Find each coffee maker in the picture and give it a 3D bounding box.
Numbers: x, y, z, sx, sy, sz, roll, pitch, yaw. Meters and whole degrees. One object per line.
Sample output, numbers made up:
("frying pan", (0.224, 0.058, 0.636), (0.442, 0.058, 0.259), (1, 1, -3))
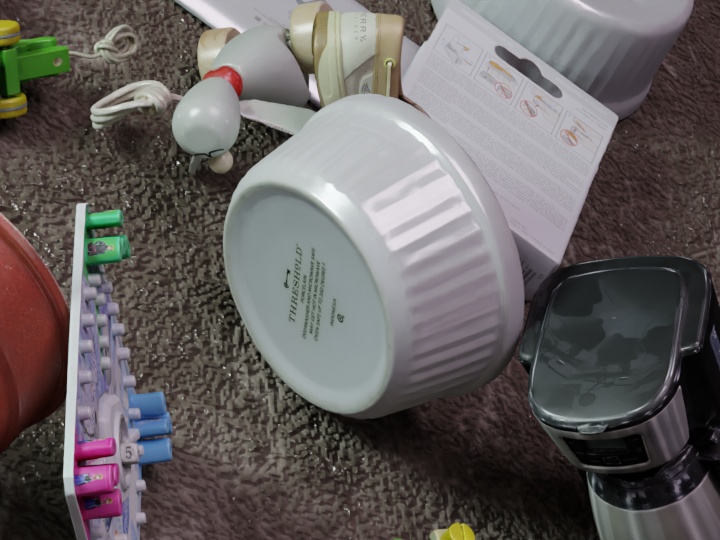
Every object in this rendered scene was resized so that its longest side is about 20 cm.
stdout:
("coffee maker", (0.179, 0.086, 1.560), (0.134, 0.200, 0.192), (-20, 40, 6))

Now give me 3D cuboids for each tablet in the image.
("tablet", (-0.047, -0.184, 1.816), (0.200, 0.014, 0.130), (37, 40, 0))

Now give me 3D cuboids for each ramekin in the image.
("ramekin", (0.162, -0.220, 1.930), (0.200, 0.098, 0.201), (19, 43, -18))
("ramekin", (0.000, 0.000, 1.541), (0.094, 0.202, 0.202), (-28, 70, -35))

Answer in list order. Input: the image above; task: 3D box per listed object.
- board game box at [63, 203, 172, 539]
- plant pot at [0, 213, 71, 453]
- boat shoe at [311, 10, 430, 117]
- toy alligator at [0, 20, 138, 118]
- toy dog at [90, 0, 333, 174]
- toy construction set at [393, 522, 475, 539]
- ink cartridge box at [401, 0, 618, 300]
("board game box", (-0.129, 0.099, 1.356), (0.026, 0.200, 0.200), (-5, 47, 2))
("plant pot", (-0.279, 0.071, 1.286), (0.201, 0.201, 0.195), (34, 48, -2))
("boat shoe", (0.016, -0.085, 1.632), (0.066, 0.200, 0.074), (-6, 45, 9))
("toy alligator", (-0.235, -0.133, 1.610), (0.054, 0.059, 0.200), (13, 22, 41))
("toy dog", (-0.074, -0.104, 1.663), (0.200, 0.132, 0.096), (-39, 117, -44))
("toy construction set", (0.041, 0.235, 1.425), (0.131, 0.092, 0.200), (11, 35, -26))
("ink cartridge box", (0.092, -0.091, 1.794), (0.162, 0.057, 0.200), (36, 35, -7))
